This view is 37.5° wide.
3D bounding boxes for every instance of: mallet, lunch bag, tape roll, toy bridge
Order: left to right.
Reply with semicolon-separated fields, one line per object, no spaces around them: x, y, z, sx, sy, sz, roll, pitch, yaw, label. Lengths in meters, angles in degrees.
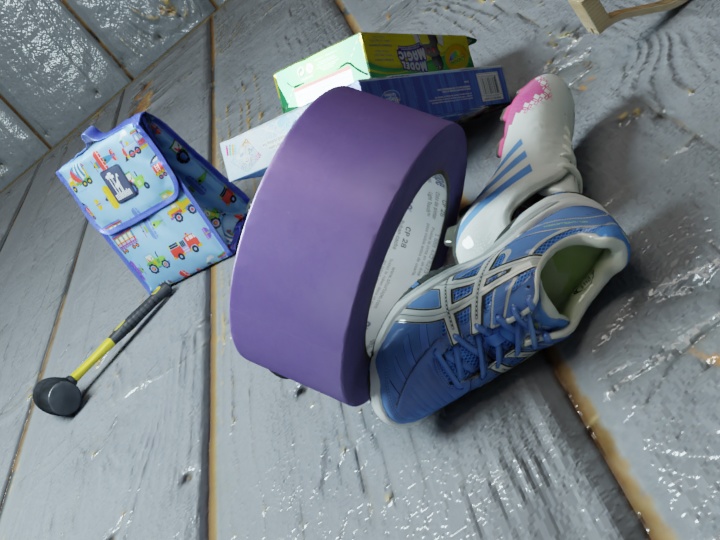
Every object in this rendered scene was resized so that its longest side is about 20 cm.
-0.282;0.086;1.191;0.200;0.041;0.066;-45;22;-17;mallet
-0.244;-0.091;1.227;0.150;0.200;0.094;-23;28;36;lunch bag
-0.003;-0.016;0.721;0.084;0.201;0.201;22;55;16;tape roll
0.272;-0.269;0.906;0.200;0.067;0.027;-41;23;-2;toy bridge

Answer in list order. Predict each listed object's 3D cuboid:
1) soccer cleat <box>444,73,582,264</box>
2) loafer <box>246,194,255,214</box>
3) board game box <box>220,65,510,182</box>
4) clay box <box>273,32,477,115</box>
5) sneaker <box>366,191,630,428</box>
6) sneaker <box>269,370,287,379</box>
0.136;-0.069;0.782;0.086;0.070;0.201;-2;49;42;soccer cleat
-0.023;-0.068;1.030;0.199;0.074;0.071;-13;15;34;loafer
0.005;-0.137;0.998;0.199;0.044;0.198;-16;1;-44;board game box
0.025;-0.191;1.033;0.114;0.048;0.199;-15;-2;40;clay box
0.085;0.026;0.670;0.200;0.076;0.077;-43;19;0;sneaker
0.000;-0.001;0.861;0.108;0.067;0.202;-15;32;50;sneaker
